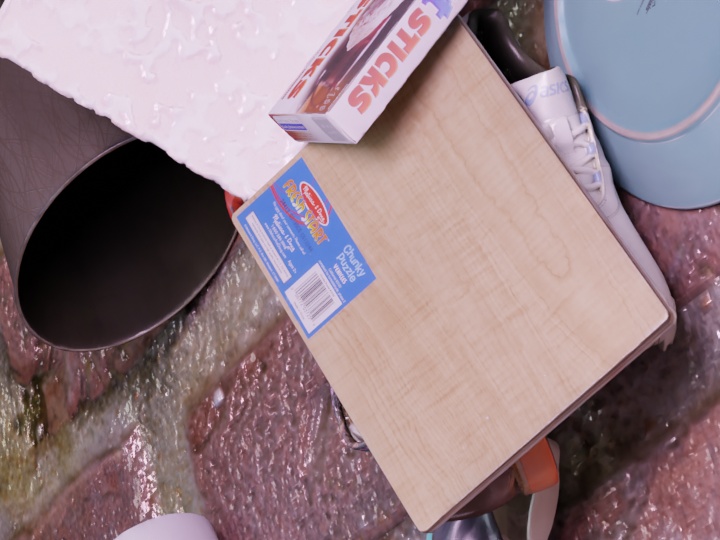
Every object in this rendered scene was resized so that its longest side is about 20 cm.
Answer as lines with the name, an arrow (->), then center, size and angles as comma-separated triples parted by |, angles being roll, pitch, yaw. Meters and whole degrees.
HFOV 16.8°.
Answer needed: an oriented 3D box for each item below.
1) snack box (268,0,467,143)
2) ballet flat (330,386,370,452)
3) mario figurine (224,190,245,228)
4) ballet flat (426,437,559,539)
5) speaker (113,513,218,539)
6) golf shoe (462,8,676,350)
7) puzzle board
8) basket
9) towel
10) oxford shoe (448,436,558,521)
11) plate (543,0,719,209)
snack box -> 0.036, -0.143, 1.158 | 0.200, 0.024, 0.072 | -53, 21, -13
ballet flat -> 0.000, 0.000, 1.259 | 0.069, 0.071, 0.201 | 1, 107, 34
mario figurine -> -0.045, -0.097, 1.306 | 0.123, 0.106, 0.200 | 21, 121, 49
ballet flat -> 0.067, 0.076, 1.212 | 0.073, 0.073, 0.201 | -23, 64, 54
speaker -> -0.088, 0.242, 1.432 | 0.200, 0.081, 0.081 | 61, 138, 34
golf shoe -> 0.084, -0.043, 1.146 | 0.200, 0.078, 0.097 | 52, 147, 39
puzzle board -> 0.038, -0.002, 1.121 | 0.151, 0.017, 0.200 | -43, 57, 16
basket -> -0.172, -0.083, 1.496 | 0.181, 0.136, 0.200 | -60, 42, 33
towel -> -0.075, -0.153, 1.256 | 0.200, 0.032, 0.191 | 32, 99, 20
oxford shoe -> 0.022, 0.027, 1.161 | 0.071, 0.073, 0.200 | 70, 175, -61
plate -> 0.140, -0.128, 1.121 | 0.200, 0.026, 0.201 | 8, 100, 55
